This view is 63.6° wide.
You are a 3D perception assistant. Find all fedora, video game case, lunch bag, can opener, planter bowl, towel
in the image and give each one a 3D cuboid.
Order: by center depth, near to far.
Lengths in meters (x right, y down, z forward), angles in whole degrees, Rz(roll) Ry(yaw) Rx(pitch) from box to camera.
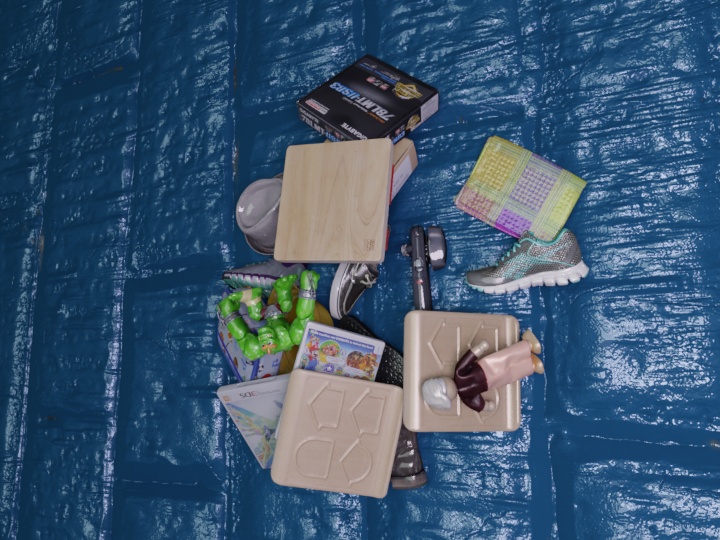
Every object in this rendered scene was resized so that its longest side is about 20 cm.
[{"bbox_3d":[-0.051,0.200,0.978,0.140,0.018,0.205,16,94,-13],"label":"video game case"},{"bbox_3d":[0.272,-0.136,1.009,0.198,0.023,0.146,32,96,26],"label":"towel"},{"bbox_3d":[0.113,0.019,1.040,0.077,0.063,0.206,-2,80,25],"label":"can opener"},{"bbox_3d":[-0.150,0.285,1.081,0.178,0.022,0.203,-14,116,23],"label":"video game case"},{"bbox_3d":[-0.104,0.121,1.101,0.198,0.082,0.207,5,95,55],"label":"planter bowl"},{"bbox_3d":[-0.220,0.142,1.137,0.201,0.074,0.163,51,134,41],"label":"lunch bag"},{"bbox_3d":[-0.180,-0.130,1.187,0.197,0.090,0.181,-25,65,22],"label":"fedora"}]

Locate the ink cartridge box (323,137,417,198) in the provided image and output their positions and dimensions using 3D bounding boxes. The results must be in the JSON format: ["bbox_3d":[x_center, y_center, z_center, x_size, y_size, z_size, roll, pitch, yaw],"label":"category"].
[{"bbox_3d":[-0.012,-0.179,1.096,0.163,0.075,0.202,31,76,25],"label":"ink cartridge box"}]

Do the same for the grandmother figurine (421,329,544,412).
[{"bbox_3d":[0.188,0.167,0.907,0.195,0.060,0.124,-17,99,-11],"label":"grandmother figurine"}]

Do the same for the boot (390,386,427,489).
[{"bbox_3d":[0.030,0.285,1.017,0.195,0.069,0.179,-10,87,24],"label":"boot"}]

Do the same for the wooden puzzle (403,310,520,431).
[{"bbox_3d":[0.165,0.167,0.961,0.194,0.046,0.191,3,81,-10],"label":"wooden puzzle"}]

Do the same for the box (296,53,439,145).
[{"bbox_3d":[0.014,-0.308,1.089,0.197,0.050,0.199,-38,57,-21],"label":"box"}]

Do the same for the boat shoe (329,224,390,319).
[{"bbox_3d":[0.000,0.000,1.095,0.062,0.070,0.205,19,89,28],"label":"boat shoe"}]

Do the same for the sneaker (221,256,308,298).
[{"bbox_3d":[-0.193,0.007,1.204,0.195,0.075,0.089,7,60,26],"label":"sneaker"}]

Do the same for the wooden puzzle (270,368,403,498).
[{"bbox_3d":[-0.036,0.267,0.958,0.195,0.046,0.191,12,92,-9],"label":"wooden puzzle"}]

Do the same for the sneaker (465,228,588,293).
[{"bbox_3d":[0.266,-0.019,0.953,0.195,0.078,0.094,-11,98,16],"label":"sneaker"}]

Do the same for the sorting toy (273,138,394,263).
[{"bbox_3d":[-0.037,-0.109,0.988,0.194,0.069,0.206,1,78,23],"label":"sorting toy"}]

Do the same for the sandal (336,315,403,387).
[{"bbox_3d":[0.035,0.156,1.062,0.200,0.048,0.076,45,111,26],"label":"sandal"}]

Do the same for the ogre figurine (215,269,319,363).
[{"bbox_3d":[-0.150,0.082,1.002,0.195,0.098,0.123,-17,86,-3],"label":"ogre figurine"}]
